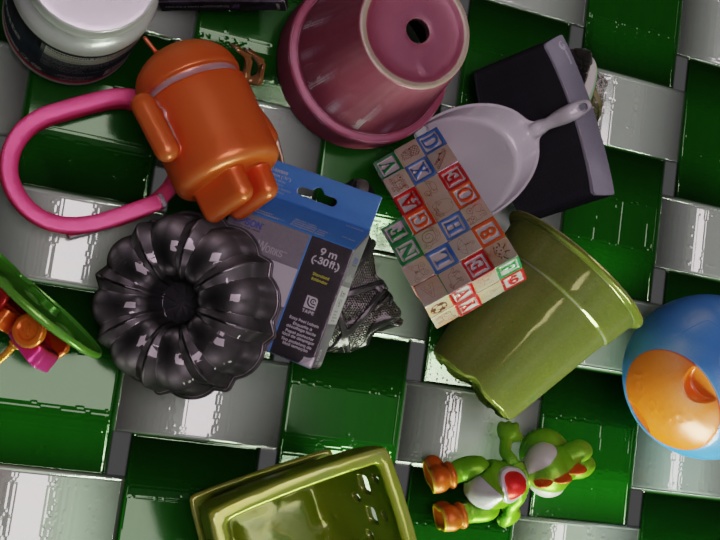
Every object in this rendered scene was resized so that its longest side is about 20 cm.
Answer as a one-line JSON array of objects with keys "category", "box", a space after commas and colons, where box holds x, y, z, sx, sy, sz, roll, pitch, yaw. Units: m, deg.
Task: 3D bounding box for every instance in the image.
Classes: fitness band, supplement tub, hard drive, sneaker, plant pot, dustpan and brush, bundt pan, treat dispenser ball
[{"category": "fitness band", "box": [-0.281, -0.115, 1.161, 0.200, 0.037, 0.144, -20, 94, -22]}, {"category": "supplement tub", "box": [-0.278, -0.271, 1.083, 0.140, 0.200, 0.141, 2, 86, -21]}, {"category": "hard drive", "box": [0.213, -0.166, 1.307, 0.042, 0.135, 0.200, -19, 91, -57]}, {"category": "sneaker", "box": [0.000, 0.000, 1.246, 0.114, 0.076, 0.200, 16, 84, -22]}, {"category": "plant pot", "box": [0.190, 0.067, 1.269, 0.200, 0.200, 0.190, 43, 85, -14]}, {"category": "dustpan and brush", "box": [0.178, -0.150, 1.282, 0.057, 0.200, 0.140, -37, 101, -50]}, {"category": "sneaker", "box": [0.274, -0.171, 1.369, 0.089, 0.077, 0.200, 16, 88, -40]}, {"category": "plant pot", "box": [-0.064, 0.298, 1.144, 0.199, 0.181, 0.200, -16, 92, -22]}, {"category": "bundt pan", "box": [-0.187, 0.034, 1.119, 0.201, 0.076, 0.202, -1, 86, 10]}, {"category": "plant pot", "box": [0.025, -0.246, 1.213, 0.200, 0.179, 0.200, 2, 86, -21]}, {"category": "treat dispenser ball", "box": [0.422, 0.129, 1.333, 0.201, 0.201, 0.201, 1, 86, -21]}]

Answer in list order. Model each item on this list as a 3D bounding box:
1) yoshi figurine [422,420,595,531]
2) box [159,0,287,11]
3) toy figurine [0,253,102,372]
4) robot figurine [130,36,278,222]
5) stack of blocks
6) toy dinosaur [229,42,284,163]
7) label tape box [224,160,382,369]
[{"category": "yoshi figurine", "box": [0.176, 0.241, 1.304, 0.200, 0.112, 0.112, -13, 51, -8]}, {"category": "box", "box": [-0.151, -0.388, 1.203, 0.143, 0.036, 0.200, -1, 88, 1]}, {"category": "toy figurine", "box": [-0.387, 0.084, 1.067, 0.200, 0.150, 0.184, 41, 85, 18]}, {"category": "robot figurine", "box": [-0.157, -0.150, 1.119, 0.144, 0.117, 0.200, -23, 81, -16]}, {"category": "stack of blocks", "box": [0.086, -0.050, 1.224, 0.115, 0.059, 0.200, -29, 59, 3]}, {"category": "toy dinosaur", "box": [-0.141, -0.193, 1.221, 0.200, 0.060, 0.106, 30, 103, -14]}, {"category": "label tape box", "box": [-0.079, -0.012, 1.173, 0.144, 0.063, 0.200, 20, 89, 9]}]
